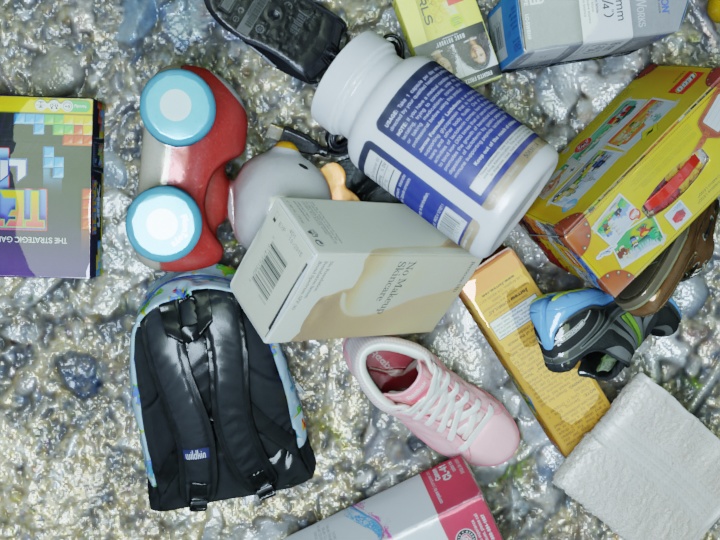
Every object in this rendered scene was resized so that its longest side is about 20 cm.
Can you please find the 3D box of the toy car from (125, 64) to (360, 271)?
[{"bbox_3d":[-0.094,-0.080,0.913,0.198,0.184,0.178,7,93,-9],"label":"toy car"}]

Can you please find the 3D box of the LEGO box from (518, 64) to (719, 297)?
[{"bbox_3d":[0.245,-0.087,0.929,0.200,0.149,0.077,-44,107,0],"label":"LEGO box"}]

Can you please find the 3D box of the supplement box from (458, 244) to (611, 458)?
[{"bbox_3d":[0.164,0.076,0.985,0.069,0.067,0.201,-35,94,0],"label":"supplement box"}]

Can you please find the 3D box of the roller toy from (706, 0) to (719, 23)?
[{"bbox_3d":[0.418,-0.279,0.912,0.199,0.182,0.141,-16,95,-1],"label":"roller toy"}]

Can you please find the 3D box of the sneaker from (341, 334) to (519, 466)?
[{"bbox_3d":[0.068,0.124,0.967,0.200,0.105,0.076,37,90,-5],"label":"sneaker"}]

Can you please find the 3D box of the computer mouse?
[{"bbox_3d":[-0.069,-0.193,0.972,0.199,0.046,0.141,26,88,-15],"label":"computer mouse"}]

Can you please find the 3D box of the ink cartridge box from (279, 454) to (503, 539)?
[{"bbox_3d":[0.040,0.285,0.969,0.199,0.086,0.148,-24,112,0],"label":"ink cartridge box"}]

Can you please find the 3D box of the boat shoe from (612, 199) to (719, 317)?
[{"bbox_3d":[0.286,-0.024,0.936,0.068,0.072,0.200,45,52,-16],"label":"boat shoe"}]

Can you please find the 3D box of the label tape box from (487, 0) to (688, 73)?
[{"bbox_3d":[0.225,-0.227,0.928,0.198,0.144,0.064,-9,94,-1],"label":"label tape box"}]

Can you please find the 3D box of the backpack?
[{"bbox_3d":[-0.137,0.095,0.945,0.162,0.154,0.201,-13,121,2],"label":"backpack"}]

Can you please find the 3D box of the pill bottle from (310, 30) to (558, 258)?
[{"bbox_3d":[0.061,-0.112,0.902,0.200,0.116,0.116,38,92,10],"label":"pill bottle"}]

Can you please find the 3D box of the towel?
[{"bbox_3d":[0.277,0.195,0.976,0.200,0.034,0.133,39,91,-30],"label":"towel"}]

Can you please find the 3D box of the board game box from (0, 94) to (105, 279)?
[{"bbox_3d":[-0.341,-0.078,0.962,0.198,0.057,0.167,1,93,-2],"label":"board game box"}]

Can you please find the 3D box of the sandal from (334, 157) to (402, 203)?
[{"bbox_3d":[0.045,-0.072,0.980,0.199,0.048,0.076,-2,94,-3],"label":"sandal"}]

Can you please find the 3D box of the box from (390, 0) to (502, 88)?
[{"bbox_3d":[0.064,-0.261,0.967,0.075,0.050,0.201,-19,94,0],"label":"box"}]

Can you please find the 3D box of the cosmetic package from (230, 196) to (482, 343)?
[{"bbox_3d":[0.000,0.000,0.898,0.071,0.199,0.106,54,128,32],"label":"cosmetic package"}]

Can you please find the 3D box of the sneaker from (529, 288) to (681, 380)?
[{"bbox_3d":[0.222,0.057,0.946,0.199,0.070,0.083,-3,88,-44],"label":"sneaker"}]
